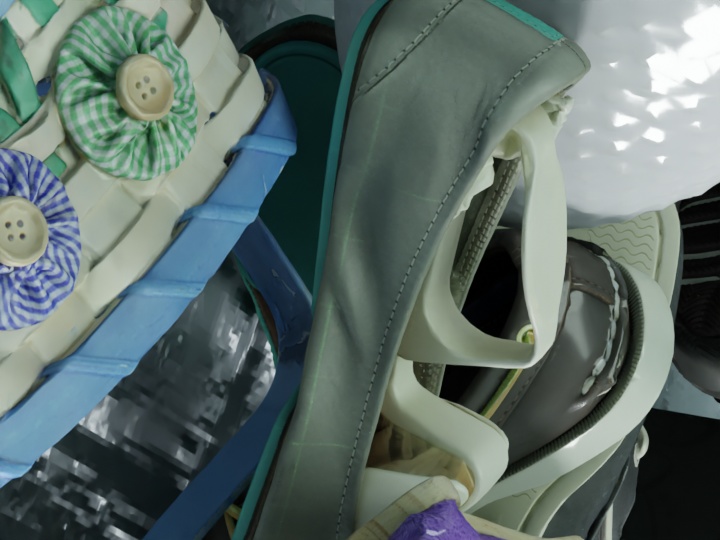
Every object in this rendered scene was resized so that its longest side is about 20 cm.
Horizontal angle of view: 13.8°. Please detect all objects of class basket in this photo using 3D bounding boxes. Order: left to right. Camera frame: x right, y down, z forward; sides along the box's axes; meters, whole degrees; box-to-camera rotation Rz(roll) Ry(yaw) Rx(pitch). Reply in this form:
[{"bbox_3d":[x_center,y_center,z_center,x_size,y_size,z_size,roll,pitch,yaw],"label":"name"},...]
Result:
[{"bbox_3d":[-0.094,0.010,0.707,0.177,0.139,0.201,-54,135,-34],"label":"basket"}]

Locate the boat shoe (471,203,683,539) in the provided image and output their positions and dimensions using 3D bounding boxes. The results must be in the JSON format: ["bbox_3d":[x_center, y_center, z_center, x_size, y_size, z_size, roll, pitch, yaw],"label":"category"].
[{"bbox_3d":[0.043,0.061,0.897,0.201,0.072,0.068,-69,165,6],"label":"boat shoe"}]

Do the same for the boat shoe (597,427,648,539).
[{"bbox_3d":[0.062,0.070,0.983,0.060,0.074,0.201,5,103,-24],"label":"boat shoe"}]

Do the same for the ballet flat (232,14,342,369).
[{"bbox_3d":[0.000,0.000,0.919,0.070,0.067,0.201,-59,146,-52],"label":"ballet flat"}]

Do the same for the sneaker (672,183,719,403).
[{"bbox_3d":[0.146,0.021,1.062,0.200,0.075,0.116,-76,157,-61],"label":"sneaker"}]

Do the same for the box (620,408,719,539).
[{"bbox_3d":[0.169,0.140,1.069,0.124,0.199,0.149,24,78,-54],"label":"box"}]

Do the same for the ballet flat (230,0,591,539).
[{"bbox_3d":[0.012,0.026,0.739,0.067,0.063,0.201,-44,151,-58],"label":"ballet flat"}]

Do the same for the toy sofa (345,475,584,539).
[{"bbox_3d":[0.023,0.121,0.760,0.097,0.083,0.200,-35,163,7],"label":"toy sofa"}]

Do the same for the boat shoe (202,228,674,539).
[{"bbox_3d":[-0.005,0.054,0.839,0.060,0.201,0.072,26,35,-41],"label":"boat shoe"}]

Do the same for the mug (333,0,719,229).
[{"bbox_3d":[0.095,-0.083,0.786,0.199,0.175,0.148,22,52,-17],"label":"mug"}]
